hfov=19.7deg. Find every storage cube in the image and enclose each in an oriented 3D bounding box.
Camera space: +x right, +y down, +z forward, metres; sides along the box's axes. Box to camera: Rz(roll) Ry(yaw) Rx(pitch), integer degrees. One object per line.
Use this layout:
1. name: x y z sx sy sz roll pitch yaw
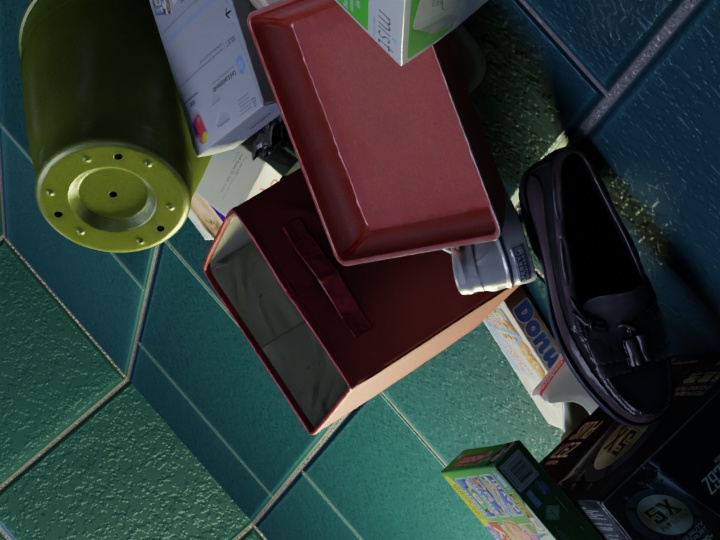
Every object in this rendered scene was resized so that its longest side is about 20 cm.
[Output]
1. storage cube: 0.000 0.000 1.668 0.171 0.179 0.200 56 162 7

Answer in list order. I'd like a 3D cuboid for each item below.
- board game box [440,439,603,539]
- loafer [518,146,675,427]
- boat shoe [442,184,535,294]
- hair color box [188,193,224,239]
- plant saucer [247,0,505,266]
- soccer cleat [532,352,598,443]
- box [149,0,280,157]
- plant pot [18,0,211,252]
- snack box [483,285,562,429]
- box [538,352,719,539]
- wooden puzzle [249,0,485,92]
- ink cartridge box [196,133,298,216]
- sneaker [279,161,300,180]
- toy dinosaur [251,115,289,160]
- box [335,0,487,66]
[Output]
1. board game box: 0.147 0.208 1.478 0.200 0.029 0.135 50 164 -3
2. loafer: 0.164 0.010 1.426 0.063 0.072 0.201 128 123 -69
3. boat shoe: 0.073 -0.046 1.520 0.200 0.065 0.074 -110 2 -64
4. hair color box: -0.183 -0.127 2.152 0.200 0.065 0.109 52 164 -14
5. plant saucer: 0.017 -0.110 1.463 0.200 0.037 0.201 -9 104 56
6. soccer cleat: 0.206 0.142 1.661 0.069 0.085 0.200 22 148 59
7. box: -0.118 -0.207 1.644 0.156 0.041 0.201 -28 78 63
8. plant pot: -0.201 -0.126 1.765 0.194 0.199 0.201 -90 -18 -44
9. snack box: 0.139 0.058 1.766 0.200 0.024 0.072 57 164 -24
10. box: 0.215 0.144 1.496 0.086 0.164 0.200 51 165 -6
11. wooden puzzle: -0.006 -0.195 1.504 0.201 0.037 0.185 56 149 -5
12. ink cartridge box: -0.104 -0.087 1.935 0.200 0.068 0.117 38 -168 37
13. sneaker: -0.021 -0.029 1.834 0.080 0.115 0.200 29 155 53
14. toy dinosaur: -0.072 -0.174 1.699 0.136 0.102 0.200 65 -173 5
15. box: 0.006 -0.255 1.275 0.177 0.097 0.200 47 163 16
